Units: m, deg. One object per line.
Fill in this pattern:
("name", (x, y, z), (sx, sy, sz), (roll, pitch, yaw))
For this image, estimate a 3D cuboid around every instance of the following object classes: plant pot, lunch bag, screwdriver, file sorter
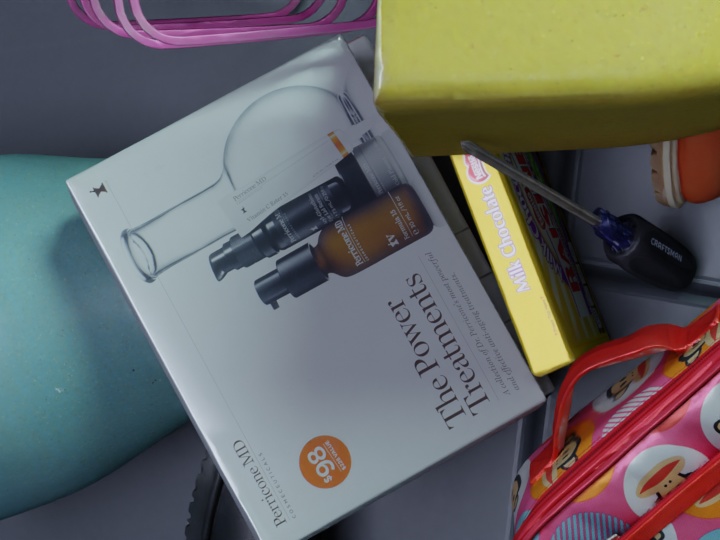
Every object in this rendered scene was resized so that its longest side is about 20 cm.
("plant pot", (-0.167, 0.026, 1.174), (0.187, 0.200, 0.201), (-16, 89, 12))
("lunch bag", (0.167, 0.095, 1.037), (0.176, 0.082, 0.200), (41, 112, -13))
("screwdriver", (0.102, -0.030, 1.031), (0.028, 0.200, 0.029), (36, 92, 39))
("plant pot", (0.117, -0.147, 0.940), (0.199, 0.194, 0.197), (4, 88, 6))
("file sorter", (-0.065, -0.173, 1.071), (0.138, 0.200, 0.126), (-6, 100, -14))

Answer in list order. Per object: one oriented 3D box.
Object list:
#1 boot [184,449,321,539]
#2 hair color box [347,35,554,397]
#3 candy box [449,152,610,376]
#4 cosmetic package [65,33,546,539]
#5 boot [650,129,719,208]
("boot", (-0.011, 0.166, 1.166), (0.167, 0.076, 0.201), (25, 106, 21))
("hair color box", (0.000, 0.000, 1.128), (0.110, 0.064, 0.201), (-26, 81, -6))
("candy box", (0.068, -0.049, 1.091), (0.026, 0.102, 0.201), (-22, 86, 18))
("cosmetic package", (-0.026, 0.013, 1.068), (0.150, 0.052, 0.201), (-29, 83, -5))
("boot", (0.202, -0.111, 1.039), (0.107, 0.075, 0.201), (25, 104, 17))
